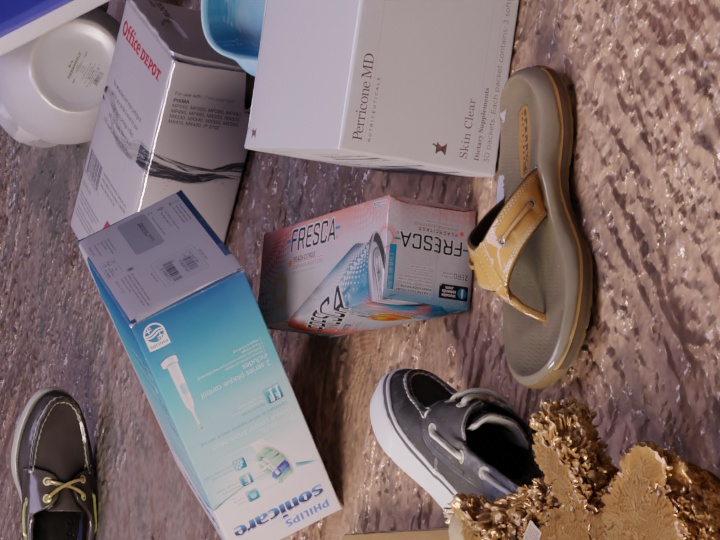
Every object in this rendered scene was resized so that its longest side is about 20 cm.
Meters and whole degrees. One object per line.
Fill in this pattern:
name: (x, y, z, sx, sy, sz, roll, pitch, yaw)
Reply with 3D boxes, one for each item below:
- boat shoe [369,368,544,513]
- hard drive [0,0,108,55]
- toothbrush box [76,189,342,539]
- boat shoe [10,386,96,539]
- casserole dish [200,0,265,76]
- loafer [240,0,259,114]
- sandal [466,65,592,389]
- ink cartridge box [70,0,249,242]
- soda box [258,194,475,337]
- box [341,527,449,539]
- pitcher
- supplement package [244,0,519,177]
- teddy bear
boat shoe: (0.071, 0.103, 1.382, 0.200, 0.070, 0.064, 49, 128, 48)
hard drive: (-0.250, -0.243, 2.044, 0.132, 0.200, 0.025, 43, 159, 61)
toothbrush box: (-0.101, 0.070, 1.621, 0.146, 0.085, 0.200, 48, 160, 60)
boat shoe: (-0.254, 0.201, 2.047, 0.061, 0.071, 0.202, 10, 99, 61)
casserole dish: (-0.046, -0.232, 1.701, 0.121, 0.039, 0.201, 6, 90, 21)
loafer: (-0.073, -0.201, 1.771, 0.073, 0.071, 0.201, -25, 60, 61)
sandal: (0.089, -0.026, 1.389, 0.080, 0.054, 0.201, -38, 49, 57)
ink cartridge box: (-0.151, -0.093, 1.891, 0.145, 0.084, 0.201, -129, 51, -58)
soda box: (0.000, 0.000, 1.564, 0.200, 0.063, 0.069, 165, 111, -64)
box: (0.033, 0.239, 1.468, 0.200, 0.021, 0.164, -15, 69, 63)
pitcher: (-0.251, -0.192, 2.120, 0.172, 0.121, 0.200, -68, 13, -5)
supplement package: (0.017, -0.166, 1.522, 0.156, 0.111, 0.201, -173, 90, -65)
teddy bear: (0.120, 0.140, 1.239, 0.200, 0.067, 0.145, -50, 59, 42)
